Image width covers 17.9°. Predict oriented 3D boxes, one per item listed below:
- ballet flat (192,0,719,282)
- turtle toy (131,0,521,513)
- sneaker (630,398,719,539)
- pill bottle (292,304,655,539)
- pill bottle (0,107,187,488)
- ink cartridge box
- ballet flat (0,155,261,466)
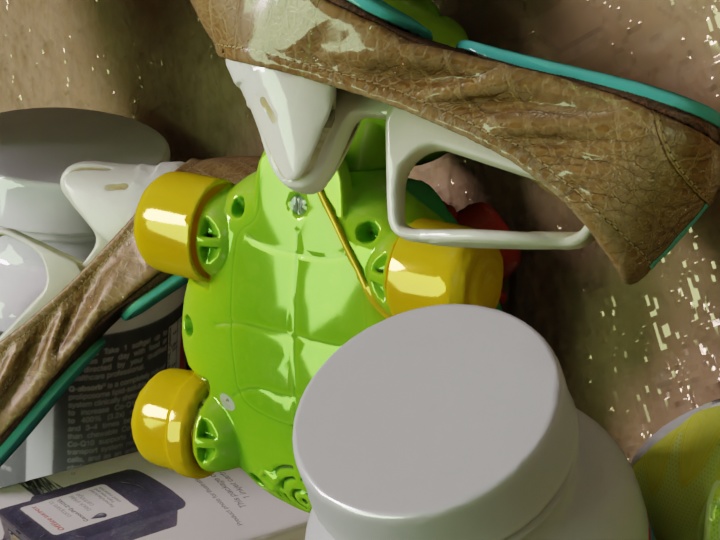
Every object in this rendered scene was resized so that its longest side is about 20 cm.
[{"bbox_3d":[0.016,-0.050,0.733,0.199,0.068,0.073,23,92,13],"label":"ballet flat"},{"bbox_3d":[0.000,0.000,0.823,0.145,0.101,0.202,12,109,30],"label":"turtle toy"},{"bbox_3d":[0.138,0.085,0.666,0.199,0.076,0.076,18,117,56],"label":"sneaker"},{"bbox_3d":[0.045,0.109,0.722,0.109,0.108,0.201,38,157,44],"label":"pill bottle"},{"bbox_3d":[-0.134,0.038,1.026,0.116,0.115,0.202,32,125,47],"label":"pill bottle"},{"bbox_3d":[-0.111,0.162,0.953,0.084,0.199,0.146,37,130,45],"label":"ink cartridge box"},{"bbox_3d":[-0.115,0.003,0.929,0.072,0.200,0.068,48,-175,-2],"label":"ballet flat"}]
